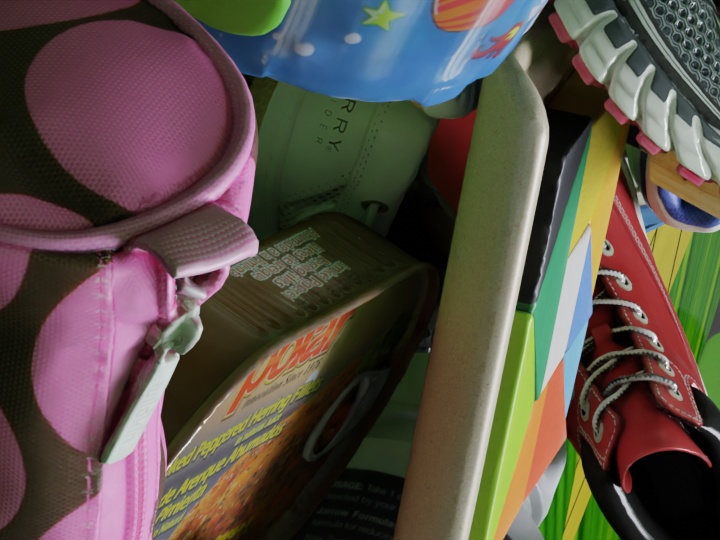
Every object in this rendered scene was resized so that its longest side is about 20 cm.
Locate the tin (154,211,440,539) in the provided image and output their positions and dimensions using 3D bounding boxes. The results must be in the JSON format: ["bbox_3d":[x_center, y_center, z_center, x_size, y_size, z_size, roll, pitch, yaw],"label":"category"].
[{"bbox_3d":[-0.039,0.044,0.762,0.112,0.042,0.200,-57,168,21],"label":"tin"}]

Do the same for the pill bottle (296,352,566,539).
[{"bbox_3d":[0.004,0.131,1.020,0.112,0.111,0.200,94,18,-54],"label":"pill bottle"}]

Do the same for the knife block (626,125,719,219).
[{"bbox_3d":[0.122,-0.050,0.868,0.200,0.175,0.064,-40,135,-64],"label":"knife block"}]

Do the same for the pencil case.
[{"bbox_3d":[-0.067,0.044,0.553,0.091,0.094,0.200,-37,148,-39],"label":"pencil case"}]

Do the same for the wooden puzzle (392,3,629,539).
[{"bbox_3d":[0.049,0.006,0.849,0.200,0.037,0.185,-60,162,-69],"label":"wooden puzzle"}]

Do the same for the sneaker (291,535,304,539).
[{"bbox_3d":[-0.045,0.134,0.854,0.200,0.082,0.073,-54,161,-56],"label":"sneaker"}]

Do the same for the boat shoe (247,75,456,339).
[{"bbox_3d":[0.000,0.000,0.894,0.200,0.069,0.071,83,27,-66],"label":"boat shoe"}]

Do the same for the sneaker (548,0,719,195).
[{"bbox_3d":[0.075,-0.109,0.777,0.200,0.075,0.081,60,20,-7],"label":"sneaker"}]

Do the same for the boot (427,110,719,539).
[{"bbox_3d":[0.074,0.004,0.981,0.200,0.072,0.144,61,5,-12],"label":"boot"}]

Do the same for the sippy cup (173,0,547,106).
[{"bbox_3d":[0.009,-0.112,0.621,0.178,0.140,0.130,-10,139,-34],"label":"sippy cup"}]

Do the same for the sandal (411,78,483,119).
[{"bbox_3d":[0.015,-0.096,0.840,0.207,0.059,0.079,-57,146,-70],"label":"sandal"}]

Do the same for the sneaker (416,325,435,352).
[{"bbox_3d":[0.035,0.029,1.177,0.089,0.077,0.200,-80,-173,-58],"label":"sneaker"}]

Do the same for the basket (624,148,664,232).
[{"bbox_3d":[0.136,-0.085,1.163,0.139,0.176,0.200,67,5,28],"label":"basket"}]

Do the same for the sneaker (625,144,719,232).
[{"bbox_3d":[0.169,-0.092,1.012,0.200,0.075,0.088,-56,-171,20],"label":"sneaker"}]
